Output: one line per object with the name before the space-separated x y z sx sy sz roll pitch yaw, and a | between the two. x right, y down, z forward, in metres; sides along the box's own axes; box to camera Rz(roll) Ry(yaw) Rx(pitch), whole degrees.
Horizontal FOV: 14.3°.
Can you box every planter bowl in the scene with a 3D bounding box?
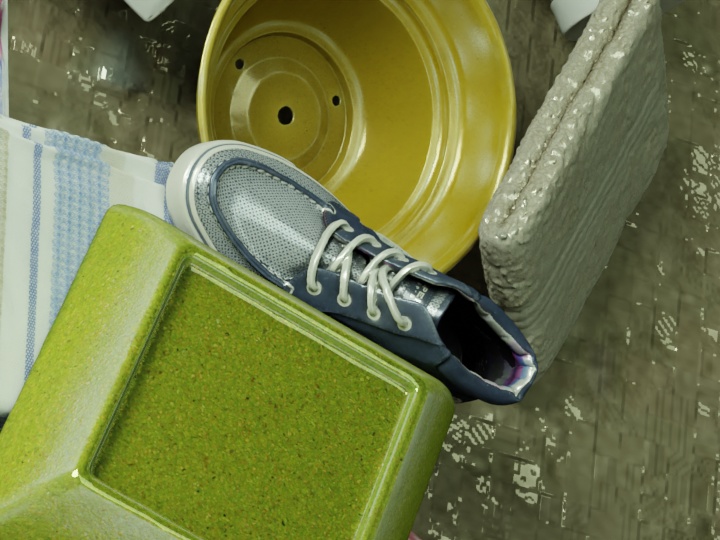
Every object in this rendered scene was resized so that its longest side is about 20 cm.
planter bowl | -0.021 -0.084 1.518 0.200 0.083 0.200 0 91 -34

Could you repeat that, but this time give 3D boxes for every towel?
towel | -0.157 0.001 1.347 0.200 0.024 0.147 16 69 -48
towel | 0.116 -0.049 1.562 0.034 0.133 0.200 16 56 22

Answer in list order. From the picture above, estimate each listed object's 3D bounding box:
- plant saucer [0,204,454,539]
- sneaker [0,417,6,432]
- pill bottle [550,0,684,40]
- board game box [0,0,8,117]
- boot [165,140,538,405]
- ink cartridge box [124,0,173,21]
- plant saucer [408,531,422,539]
plant saucer | -0.056 0.081 1.328 0.200 0.048 0.200 30 55 -12
sneaker | -0.125 0.055 1.432 0.200 0.075 0.087 -35 95 -33
pill bottle | 0.120 -0.239 1.652 0.109 0.109 0.200 -14 79 -32
board game box | -0.261 -0.058 1.347 0.200 0.026 0.200 -2 97 -19
boot | 0.000 0.000 1.426 0.200 0.090 0.073 37 69 -29
ink cartridge box | -0.085 -0.253 1.481 0.147 0.145 0.200 45 26 -8
plant saucer | -0.045 0.183 1.374 0.200 0.051 0.201 -4 51 5
